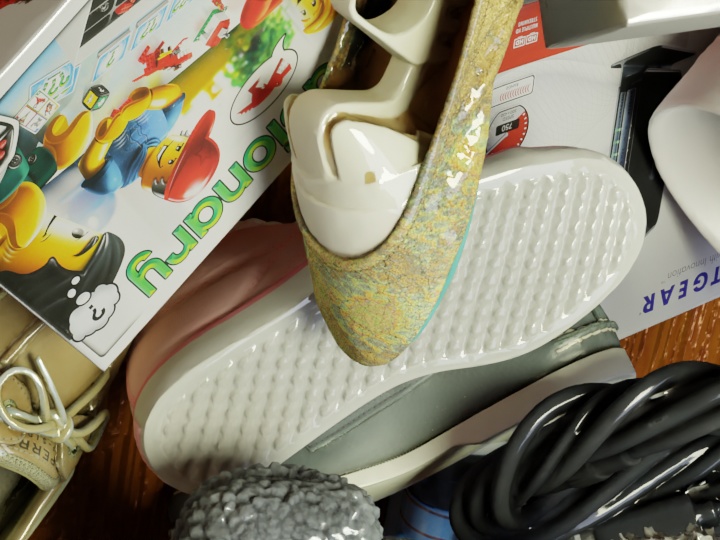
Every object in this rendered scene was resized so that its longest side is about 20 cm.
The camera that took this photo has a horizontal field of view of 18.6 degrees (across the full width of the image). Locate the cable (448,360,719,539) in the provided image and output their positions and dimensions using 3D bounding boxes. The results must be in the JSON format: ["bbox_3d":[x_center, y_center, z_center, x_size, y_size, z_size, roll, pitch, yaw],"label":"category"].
[{"bbox_3d":[0.133,0.063,0.840,0.199,0.051,0.163,-18,157,17],"label":"cable"}]

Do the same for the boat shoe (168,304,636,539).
[{"bbox_3d":[0.008,0.054,0.863,0.199,0.062,0.073,-24,168,16],"label":"boat shoe"}]

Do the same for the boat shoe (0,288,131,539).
[{"bbox_3d":[-0.137,0.081,0.770,0.201,0.063,0.073,-51,140,-4],"label":"boat shoe"}]

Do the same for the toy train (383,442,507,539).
[{"bbox_3d":[0.055,0.128,0.976,0.114,0.087,0.201,-9,123,-33],"label":"toy train"}]

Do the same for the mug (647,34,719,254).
[{"bbox_3d":[0.212,-0.092,0.860,0.175,0.147,0.200,-47,123,-13],"label":"mug"}]

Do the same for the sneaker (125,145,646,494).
[{"bbox_3d":[0.000,0.000,0.807,0.199,0.105,0.076,-28,117,-4],"label":"sneaker"}]

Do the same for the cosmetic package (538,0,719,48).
[{"bbox_3d":[0.159,-0.142,0.746,0.199,0.085,0.108,-8,92,-13],"label":"cosmetic package"}]

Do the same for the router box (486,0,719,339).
[{"bbox_3d":[0.100,-0.055,0.918,0.199,0.049,0.180,-21,129,-34],"label":"router box"}]

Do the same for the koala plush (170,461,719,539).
[{"bbox_3d":[0.046,0.160,0.771,0.184,0.199,0.179,39,50,-78],"label":"koala plush"}]

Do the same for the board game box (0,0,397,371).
[{"bbox_3d":[-0.055,-0.075,0.698,0.200,0.035,0.126,-49,144,-4],"label":"board game box"}]

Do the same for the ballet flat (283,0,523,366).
[{"bbox_3d":[0.011,-0.065,0.694,0.070,0.071,0.201,4,112,-45],"label":"ballet flat"}]
